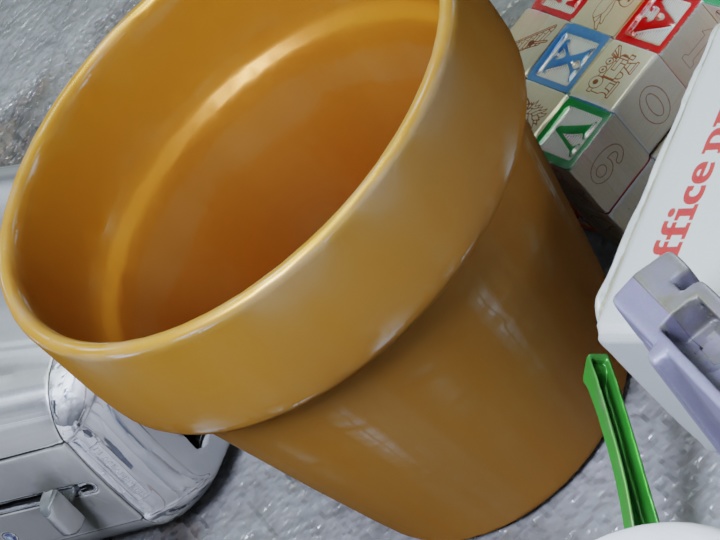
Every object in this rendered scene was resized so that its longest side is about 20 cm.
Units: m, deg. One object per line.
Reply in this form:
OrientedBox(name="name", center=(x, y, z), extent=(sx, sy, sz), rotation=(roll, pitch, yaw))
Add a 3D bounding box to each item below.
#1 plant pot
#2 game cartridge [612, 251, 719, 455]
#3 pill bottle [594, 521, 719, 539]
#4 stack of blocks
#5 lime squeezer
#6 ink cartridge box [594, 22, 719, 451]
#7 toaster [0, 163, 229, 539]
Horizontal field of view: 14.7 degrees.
OrientedBox(name="plant pot", center=(0.000, 0.000, 1.027), extent=(0.199, 0.183, 0.201), rotation=(-26, 39, 24))
OrientedBox(name="game cartridge", center=(0.155, 0.086, 0.832), extent=(0.038, 0.130, 0.200), rotation=(-36, 35, -2))
OrientedBox(name="pill bottle", center=(0.120, 0.161, 0.725), extent=(0.119, 0.200, 0.120), rotation=(-29, 41, 29))
OrientedBox(name="stack of blocks", center=(0.139, -0.106, 1.099), extent=(0.200, 0.059, 0.115), rotation=(-51, 36, -9))
OrientedBox(name="lime squeezer", center=(0.117, 0.105, 0.914), extent=(0.071, 0.038, 0.200), rotation=(-66, 29, 16))
OrientedBox(name="ink cartridge box", center=(0.196, -0.016, 0.931), extent=(0.199, 0.084, 0.145), rotation=(0, 56, 44))
OrientedBox(name="toaster", center=(-0.118, 0.027, 1.183), extent=(0.128, 0.114, 0.201), rotation=(-9, 46, 34))
